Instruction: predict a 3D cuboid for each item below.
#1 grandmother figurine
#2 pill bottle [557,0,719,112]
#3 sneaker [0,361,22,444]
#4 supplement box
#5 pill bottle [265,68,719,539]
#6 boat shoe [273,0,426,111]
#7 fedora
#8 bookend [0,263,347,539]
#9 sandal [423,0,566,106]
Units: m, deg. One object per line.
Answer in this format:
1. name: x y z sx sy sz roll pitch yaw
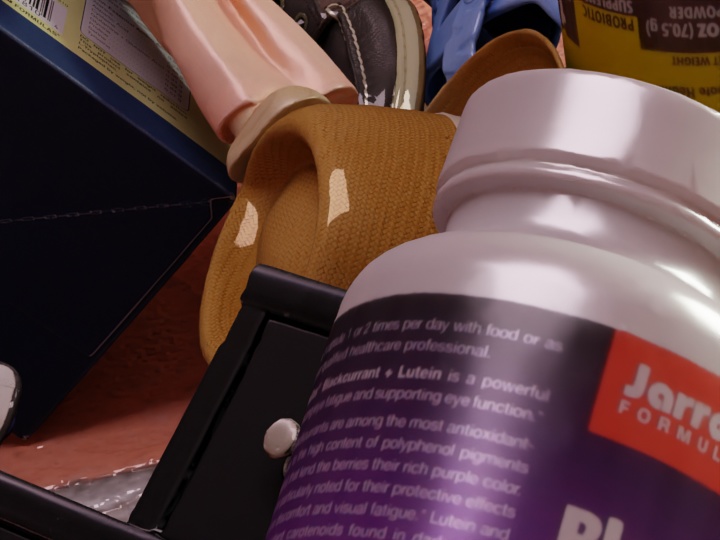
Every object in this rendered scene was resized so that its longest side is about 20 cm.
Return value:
1. grandmother figurine: -0.070 -0.112 1.008 0.060 0.121 0.200 -32 66 -5
2. pill bottle: 0.126 -0.037 0.909 0.109 0.201 0.109 -8 28 4
3. sneaker: -0.186 0.043 0.952 0.115 0.200 0.081 -17 -18 -39
4. supplement box: -0.160 -0.082 1.059 0.134 0.200 0.200 -47 20 21
5. pill bottle: 0.036 0.061 0.629 0.111 0.111 0.201 6 66 28
6. boat shoe: -0.016 -0.089 1.080 0.064 0.074 0.200 5 30 -12
7. fedora: 0.000 0.000 0.899 0.081 0.201 0.201 20 24 -16
8. bookend: -0.049 0.081 0.775 0.198 0.092 0.201 18 74 40
9. sandal: 0.050 -0.096 1.055 0.087 0.079 0.200 -50 20 1
